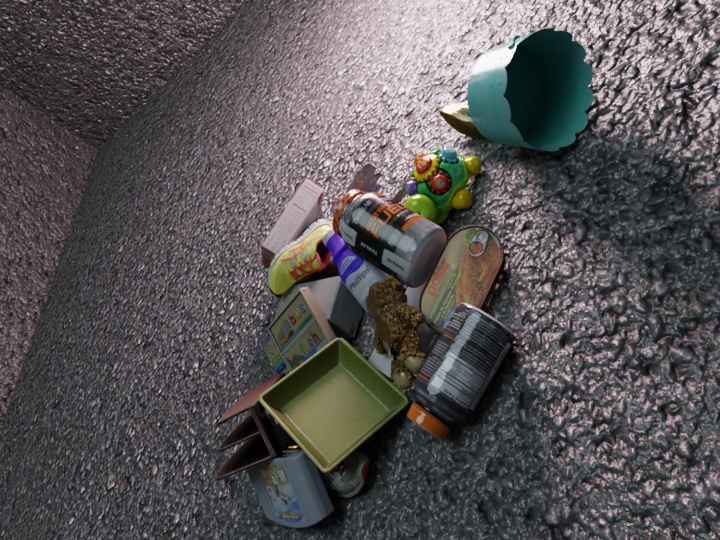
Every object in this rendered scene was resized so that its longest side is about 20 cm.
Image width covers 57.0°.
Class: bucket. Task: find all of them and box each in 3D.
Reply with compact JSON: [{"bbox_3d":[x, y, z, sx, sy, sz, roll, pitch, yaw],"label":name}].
[{"bbox_3d":[0.297,-0.316,1.177,0.210,0.206,0.134,-58,28,-5],"label":"bucket"}]

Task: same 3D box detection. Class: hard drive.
[{"bbox_3d":[0.102,0.107,1.217,0.131,0.025,0.203,22,80,54],"label":"hard drive"}]

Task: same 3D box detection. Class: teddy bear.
[{"bbox_3d":[0.070,0.109,1.158,0.201,0.065,0.147,-120,33,-48],"label":"teddy bear"}]

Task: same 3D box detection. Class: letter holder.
[{"bbox_3d":[-0.209,0.293,1.258,0.140,0.102,0.200,-26,3,12],"label":"letter holder"}]

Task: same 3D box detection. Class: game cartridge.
[{"bbox_3d":[-0.131,0.390,1.186,0.198,0.041,0.136,-22,87,49],"label":"game cartridge"}]

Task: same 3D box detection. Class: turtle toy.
[{"bbox_3d":[0.146,-0.164,1.313,0.144,0.101,0.204,-6,58,47],"label":"turtle toy"}]

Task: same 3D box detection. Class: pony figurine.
[{"bbox_3d":[0.031,-0.111,1.384,0.193,0.164,0.203,-45,52,32],"label":"pony figurine"}]

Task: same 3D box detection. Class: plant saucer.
[{"bbox_3d":[-0.047,0.241,1.176,0.198,0.048,0.199,-34,53,-25],"label":"plant saucer"}]

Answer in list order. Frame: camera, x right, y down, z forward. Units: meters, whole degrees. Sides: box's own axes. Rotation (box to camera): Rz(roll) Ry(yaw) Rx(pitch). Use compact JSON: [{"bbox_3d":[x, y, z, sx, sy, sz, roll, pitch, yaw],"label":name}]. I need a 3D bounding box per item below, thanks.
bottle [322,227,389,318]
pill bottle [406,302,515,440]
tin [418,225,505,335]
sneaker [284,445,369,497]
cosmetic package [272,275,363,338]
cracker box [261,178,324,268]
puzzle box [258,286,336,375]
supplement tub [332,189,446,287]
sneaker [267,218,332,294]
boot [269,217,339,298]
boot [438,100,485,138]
[{"bbox_3d":[0.000,0.000,1.308,0.084,0.065,0.201,-48,69,24],"label":"bottle"},{"bbox_3d":[0.152,0.162,1.048,0.202,0.106,0.106,-58,36,-4],"label":"pill bottle"},{"bbox_3d":[0.177,0.019,1.154,0.110,0.042,0.203,25,81,23],"label":"tin"},{"bbox_3d":[-0.064,0.349,1.173,0.197,0.082,0.079,-12,53,43],"label":"sneaker"},{"bbox_3d":[-0.088,0.086,1.405,0.198,0.090,0.109,-16,48,46],"label":"cosmetic package"},{"bbox_3d":[-0.162,-0.101,1.580,0.202,0.057,0.134,-58,-4,-20],"label":"cracker box"},{"bbox_3d":[-0.130,0.143,1.356,0.200,0.025,0.134,-48,66,40],"label":"puzzle box"},{"bbox_3d":[0.050,-0.065,1.228,0.198,0.122,0.124,31,86,26],"label":"supplement tub"},{"bbox_3d":[-0.118,-0.022,1.430,0.200,0.078,0.090,-47,46,-5],"label":"sneaker"},{"bbox_3d":[-0.124,-0.028,1.548,0.197,0.072,0.157,-25,46,28],"label":"boot"},{"bbox_3d":[0.262,-0.352,1.348,0.199,0.072,0.157,28,85,53],"label":"boot"}]
